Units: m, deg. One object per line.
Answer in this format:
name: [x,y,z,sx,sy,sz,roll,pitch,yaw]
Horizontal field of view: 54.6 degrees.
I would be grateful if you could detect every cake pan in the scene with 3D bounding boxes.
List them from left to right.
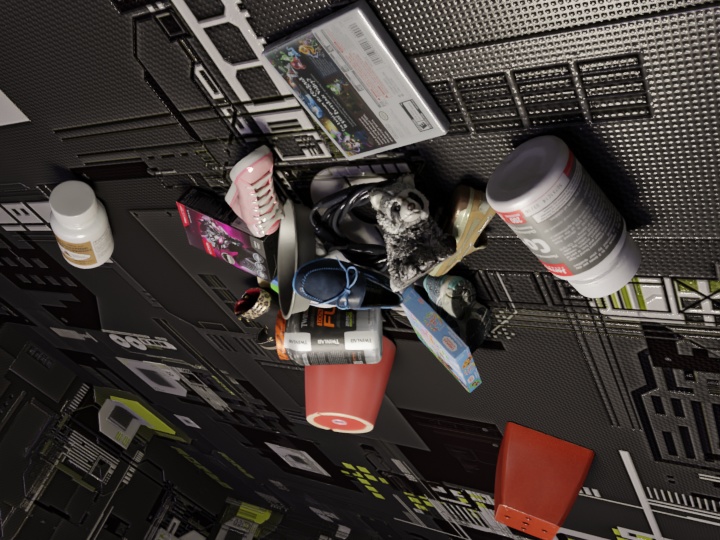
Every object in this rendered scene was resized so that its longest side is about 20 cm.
cake pan: [-0.108,-0.020,1.167,0.036,0.203,0.201,1,154,-14]

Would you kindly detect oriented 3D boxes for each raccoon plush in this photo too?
raccoon plush: [0.048,-0.047,1.009,0.135,0.096,0.200,59,148,5]

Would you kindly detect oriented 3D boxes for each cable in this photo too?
cable: [0.029,-0.066,1.071,0.198,0.051,0.164,-19,125,31]

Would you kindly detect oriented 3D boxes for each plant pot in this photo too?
plant pot: [-0.032,0.235,1.461,0.198,0.179,0.201,6,154,3]
plant pot: [0.394,0.489,1.575,0.198,0.177,0.201,17,149,16]

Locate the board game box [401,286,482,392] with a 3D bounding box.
board game box: [0.143,0.125,1.232,0.151,0.037,0.200,47,174,29]

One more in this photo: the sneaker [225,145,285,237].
sneaker: [-0.157,-0.120,1.121,0.105,0.075,0.200,51,156,2]

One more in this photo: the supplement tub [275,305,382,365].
supplement tub: [-0.058,0.120,1.346,0.197,0.124,0.123,-3,146,5]

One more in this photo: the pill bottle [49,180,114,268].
pill bottle: [-0.596,-0.098,1.485,0.113,0.115,0.201,24,150,2]

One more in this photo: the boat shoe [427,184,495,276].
boat shoe: [0.152,-0.046,1.036,0.075,0.072,0.200,12,152,-5]

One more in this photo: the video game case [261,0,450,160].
video game case: [-0.007,-0.235,0.902,0.180,0.024,0.200,-7,138,43]

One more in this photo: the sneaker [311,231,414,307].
sneaker: [0.000,0.000,1.202,0.197,0.075,0.116,-2,115,-9]

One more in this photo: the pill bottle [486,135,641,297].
pill bottle: [0.258,-0.061,0.874,0.200,0.115,0.113,42,147,-25]

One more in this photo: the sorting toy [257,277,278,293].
sorting toy: [-0.119,0.024,1.384,0.198,0.037,0.186,21,150,9]

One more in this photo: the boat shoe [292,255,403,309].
boat shoe: [-0.011,0.021,1.101,0.198,0.085,0.068,1,-163,-38]

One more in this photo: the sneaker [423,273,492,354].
sneaker: [0.167,0.068,1.214,0.086,0.078,0.201,27,155,40]

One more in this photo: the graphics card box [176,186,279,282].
graphics card box: [-0.241,-0.066,1.293,0.198,0.051,0.126,24,146,17]

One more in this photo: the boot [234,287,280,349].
boot: [-0.207,0.105,1.517,0.150,0.074,0.199,29,149,-31]
